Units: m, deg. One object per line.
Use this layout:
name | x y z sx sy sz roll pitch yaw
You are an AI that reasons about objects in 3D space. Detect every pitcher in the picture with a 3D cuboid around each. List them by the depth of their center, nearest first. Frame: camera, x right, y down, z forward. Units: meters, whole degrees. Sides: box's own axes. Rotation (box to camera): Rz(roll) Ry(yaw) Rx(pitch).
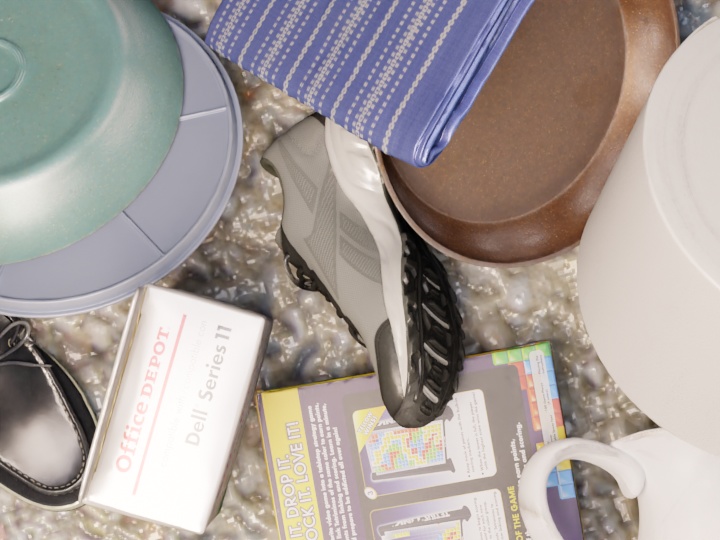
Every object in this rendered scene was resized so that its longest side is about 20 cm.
pitcher | 0.175 0.172 1.368 0.171 0.121 0.201 -12 84 -25

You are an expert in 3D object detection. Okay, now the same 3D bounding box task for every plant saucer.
plant saucer | -0.195 -0.098 1.383 0.199 0.036 0.201 -3 62 6
plant saucer | 0.083 -0.102 1.385 0.199 0.034 0.201 -12 112 -30

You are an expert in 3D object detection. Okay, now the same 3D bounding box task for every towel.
towel | 0.011 -0.144 1.314 0.024 0.200 0.145 29 93 -43

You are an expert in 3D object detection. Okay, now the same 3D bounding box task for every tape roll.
tape roll | 0.223 -0.018 1.333 0.202 0.139 0.204 5 60 -9

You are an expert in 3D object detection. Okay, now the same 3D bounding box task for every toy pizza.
toy pizza | -0.160 -0.060 1.396 0.199 0.032 0.201 -3 61 6

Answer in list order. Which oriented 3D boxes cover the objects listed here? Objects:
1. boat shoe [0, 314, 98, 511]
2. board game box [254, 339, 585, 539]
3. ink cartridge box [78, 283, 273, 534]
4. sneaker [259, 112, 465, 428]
boat shoe | -0.211 0.049 1.411 0.074 0.062 0.200 -36 90 -3
board game box | 0.040 0.149 1.410 0.164 0.057 0.201 -9 89 2
ink cartridge box | -0.093 0.071 1.340 0.067 0.200 0.118 16 89 1
sneaker | 0.000 0.000 1.387 0.079 0.074 0.201 -26 58 14
